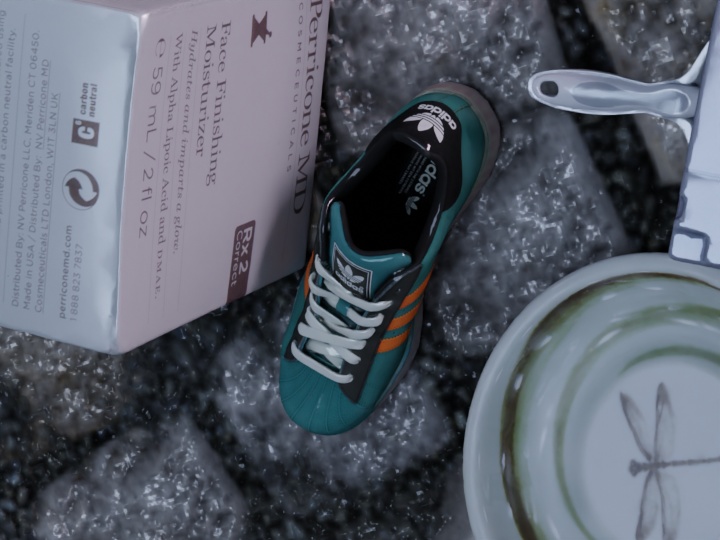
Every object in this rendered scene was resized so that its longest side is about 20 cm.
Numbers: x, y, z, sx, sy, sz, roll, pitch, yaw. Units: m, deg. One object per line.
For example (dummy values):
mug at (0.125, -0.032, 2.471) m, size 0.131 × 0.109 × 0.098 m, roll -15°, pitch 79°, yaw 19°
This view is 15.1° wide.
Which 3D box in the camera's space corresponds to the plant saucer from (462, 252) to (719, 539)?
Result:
plant saucer at (0.146, 0.092, 1.307) m, size 0.200 × 0.050 × 0.201 m, roll -4°, pitch 84°, yaw 33°

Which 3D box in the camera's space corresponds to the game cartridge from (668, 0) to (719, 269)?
game cartridge at (0.220, -0.090, 1.210) m, size 0.133 × 0.041 × 0.201 m, roll 12°, pitch 93°, yaw 16°

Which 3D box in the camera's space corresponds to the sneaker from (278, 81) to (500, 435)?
sneaker at (0.000, 0.000, 1.351) m, size 0.071 × 0.080 × 0.200 m, roll 30°, pitch 113°, yaw 15°

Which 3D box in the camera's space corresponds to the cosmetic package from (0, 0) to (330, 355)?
cosmetic package at (-0.133, -0.073, 1.328) m, size 0.165 × 0.200 × 0.165 m, roll 13°, pitch 108°, yaw 23°

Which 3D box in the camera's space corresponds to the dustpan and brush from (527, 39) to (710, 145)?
dustpan and brush at (0.179, -0.076, 1.261) m, size 0.199 × 0.057 × 0.140 m, roll 10°, pitch 106°, yaw 22°
